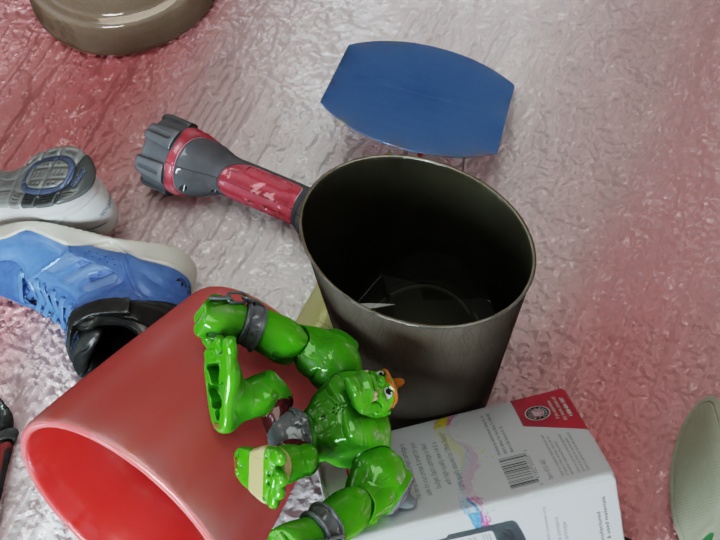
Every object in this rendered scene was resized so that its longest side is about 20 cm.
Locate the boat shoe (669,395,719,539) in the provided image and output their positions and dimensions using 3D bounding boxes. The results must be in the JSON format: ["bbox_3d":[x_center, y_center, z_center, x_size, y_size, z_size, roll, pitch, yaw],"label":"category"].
[{"bbox_3d":[0.277,0.188,1.138,0.067,0.072,0.202,19,47,-26],"label":"boat shoe"}]

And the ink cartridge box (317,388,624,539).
[{"bbox_3d":[0.076,0.171,1.108,0.197,0.084,0.146,-13,22,-2],"label":"ink cartridge box"}]

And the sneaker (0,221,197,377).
[{"bbox_3d":[-0.241,0.029,1.262,0.197,0.077,0.112,8,50,2],"label":"sneaker"}]

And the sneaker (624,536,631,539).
[{"bbox_3d":[0.123,0.250,1.108,0.198,0.077,0.075,-23,19,-25],"label":"sneaker"}]

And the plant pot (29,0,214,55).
[{"bbox_3d":[-0.235,-0.332,1.426,0.197,0.175,0.203,-3,59,5],"label":"plant pot"}]

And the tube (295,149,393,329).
[{"bbox_3d":[0.000,0.000,1.269,0.051,0.058,0.201,24,65,14],"label":"tube"}]

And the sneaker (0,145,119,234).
[{"bbox_3d":[-0.298,-0.051,1.322,0.197,0.087,0.075,1,59,27],"label":"sneaker"}]

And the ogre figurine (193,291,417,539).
[{"bbox_3d":[-0.035,0.102,1.042,0.119,0.099,0.200,-3,36,-33],"label":"ogre figurine"}]

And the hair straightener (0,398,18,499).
[{"bbox_3d":[-0.318,0.180,1.198,0.076,0.041,0.202,1,59,6],"label":"hair straightener"}]

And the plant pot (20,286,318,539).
[{"bbox_3d":[-0.124,0.121,1.140,0.199,0.202,0.178,27,55,20],"label":"plant pot"}]

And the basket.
[{"bbox_3d":[0.046,0.034,1.158,0.179,0.201,0.137,25,61,21],"label":"basket"}]

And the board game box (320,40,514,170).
[{"bbox_3d":[0.049,-0.138,1.345,0.156,0.039,0.201,15,34,4],"label":"board game box"}]

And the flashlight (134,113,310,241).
[{"bbox_3d":[-0.095,-0.071,1.316,0.198,0.068,0.068,24,62,19],"label":"flashlight"}]
